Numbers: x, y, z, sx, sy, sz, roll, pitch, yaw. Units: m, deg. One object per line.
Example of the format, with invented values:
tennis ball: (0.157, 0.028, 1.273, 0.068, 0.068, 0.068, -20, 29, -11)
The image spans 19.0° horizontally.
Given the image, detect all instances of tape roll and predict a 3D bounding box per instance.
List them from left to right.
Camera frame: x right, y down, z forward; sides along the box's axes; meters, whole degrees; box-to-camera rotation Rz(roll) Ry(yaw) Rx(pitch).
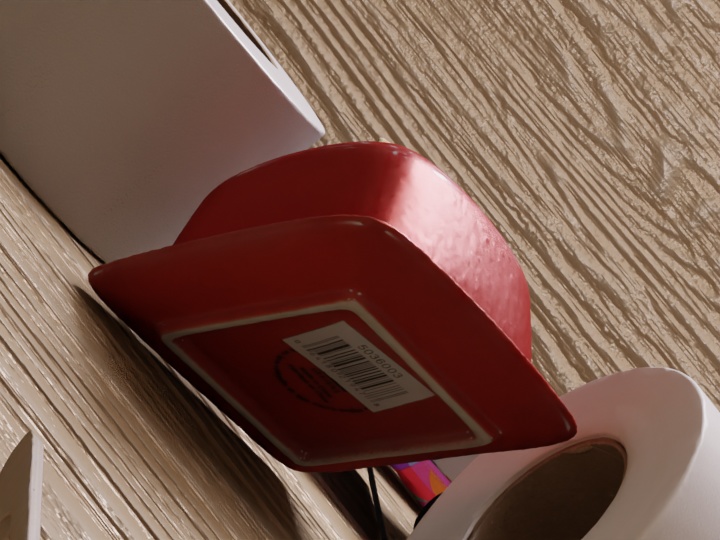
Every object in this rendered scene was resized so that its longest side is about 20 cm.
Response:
tape roll: (-0.133, -0.112, 1.226, 0.203, 0.139, 0.203, 51, 4, -5)
tape roll: (0.130, 0.168, 1.089, 0.139, 0.203, 0.203, 49, 5, -17)

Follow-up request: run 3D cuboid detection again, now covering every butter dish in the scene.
butter dish: (0.000, 0.000, 1.104, 0.200, 0.199, 0.148, 46, 49, -37)

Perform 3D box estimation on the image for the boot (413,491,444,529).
boot: (0.124, 0.238, 1.362, 0.200, 0.076, 0.168, 44, 5, -27)

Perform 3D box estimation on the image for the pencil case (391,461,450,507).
pencil case: (0.064, 0.138, 1.578, 0.200, 0.088, 0.088, 48, 5, -19)

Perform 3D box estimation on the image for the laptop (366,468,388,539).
laptop: (-0.055, 0.072, 1.350, 0.199, 0.104, 0.177, 24, 8, -8)

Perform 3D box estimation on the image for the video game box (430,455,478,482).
video game box: (0.106, 0.141, 1.352, 0.182, 0.047, 0.200, 36, 6, -42)

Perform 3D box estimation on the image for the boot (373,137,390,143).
boot: (-0.027, -0.030, 1.526, 0.073, 0.155, 0.200, 50, 4, -11)

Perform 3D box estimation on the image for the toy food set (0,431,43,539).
toy food set: (-0.035, 0.142, 0.612, 0.200, 0.060, 0.144, 50, 4, -18)
